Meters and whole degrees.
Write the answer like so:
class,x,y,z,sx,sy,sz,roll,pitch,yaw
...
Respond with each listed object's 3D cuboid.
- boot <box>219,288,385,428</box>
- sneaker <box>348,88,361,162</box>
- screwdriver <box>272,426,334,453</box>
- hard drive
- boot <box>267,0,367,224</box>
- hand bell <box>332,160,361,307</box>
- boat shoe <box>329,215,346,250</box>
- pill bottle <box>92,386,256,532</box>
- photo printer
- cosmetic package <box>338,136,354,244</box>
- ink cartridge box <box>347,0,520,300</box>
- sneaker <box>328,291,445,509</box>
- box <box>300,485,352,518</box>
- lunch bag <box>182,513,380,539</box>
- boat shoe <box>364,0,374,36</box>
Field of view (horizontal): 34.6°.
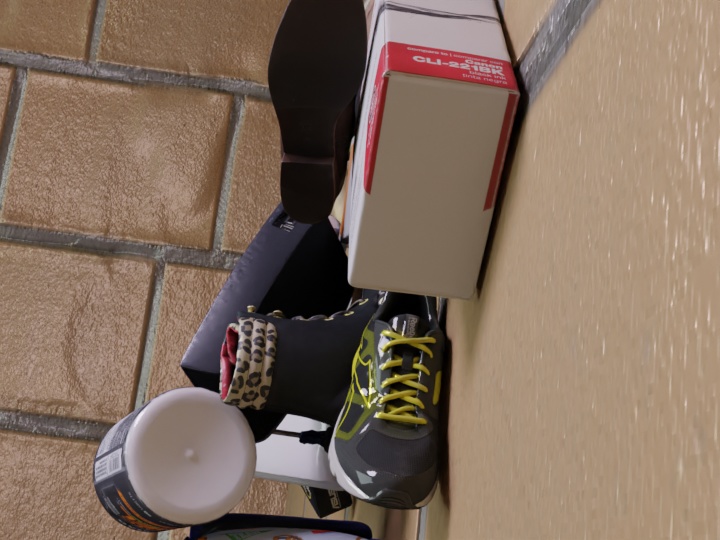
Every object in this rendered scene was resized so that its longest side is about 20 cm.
class,x,y,z,sx,sy,sz,roll,pitch,yaw
boot,-0.030,0.045,0.928,0.204,0.153,0.074,-90,20,-45
sneaker,0.003,-0.188,1.129,0.201,0.082,0.072,-56,17,24
screwdriver,-0.070,0.148,1.023,0.028,0.198,0.029,89,-176,-63
hard drive,-0.070,0.042,1.004,0.201,0.042,0.135,-60,-36,-30
boot,-0.024,-0.157,0.860,0.200,0.064,0.188,-78,0,-59
hand bell,0.000,0.000,1.171,0.104,0.103,0.202,115,154,-74
boat shoe,-0.063,-0.018,1.161,0.200,0.069,0.067,110,143,-64
pill bottle,-0.163,0.163,0.963,0.200,0.105,0.107,147,133,-64
photo printer,-0.046,0.125,1.122,0.199,0.069,0.168,-3,78,51
cosmetic package,0.027,-0.072,0.982,0.200,0.071,0.102,157,121,-84
ink cartridge box,0.042,-0.096,0.763,0.200,0.083,0.145,-90,9,-59
sneaker,0.021,0.078,0.790,0.200,0.074,0.085,-90,10,-59
box,-0.077,0.162,1.331,0.200,0.049,0.162,-128,24,-52
lunch bag,-0.067,0.267,0.963,0.200,0.169,0.125,109,164,-78
boat shoe,0.031,-0.199,1.211,0.072,0.075,0.201,47,137,49
